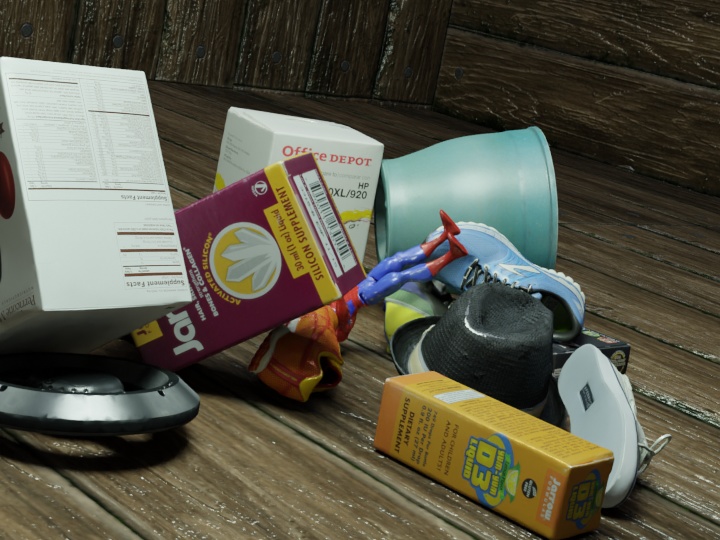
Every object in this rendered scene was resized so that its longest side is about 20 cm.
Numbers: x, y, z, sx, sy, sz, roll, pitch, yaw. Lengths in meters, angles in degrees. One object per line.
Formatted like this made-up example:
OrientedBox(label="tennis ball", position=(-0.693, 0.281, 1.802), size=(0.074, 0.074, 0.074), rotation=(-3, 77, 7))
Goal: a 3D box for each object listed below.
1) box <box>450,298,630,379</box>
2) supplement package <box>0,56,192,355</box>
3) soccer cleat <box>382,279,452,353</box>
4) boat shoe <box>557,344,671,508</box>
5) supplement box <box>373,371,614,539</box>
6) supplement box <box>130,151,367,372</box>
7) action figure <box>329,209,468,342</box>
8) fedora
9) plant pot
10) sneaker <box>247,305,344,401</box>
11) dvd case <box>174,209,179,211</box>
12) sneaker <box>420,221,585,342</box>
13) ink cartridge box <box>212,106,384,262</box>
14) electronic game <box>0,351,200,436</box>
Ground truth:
OrientedBox(label="box", position=(0.170, 0.078, 1.566), size=(0.160, 0.050, 0.199), rotation=(-4, 18, -41))
OrientedBox(label="supplement package", position=(-0.267, -0.040, 1.177), size=(0.146, 0.203, 0.190), rotation=(-2, -16, -45))
OrientedBox(label="soccer cleat", position=(0.064, 0.074, 1.478), size=(0.064, 0.084, 0.201), rotation=(37, 20, -26))
OrientedBox(label="boat shoe", position=(0.227, 0.149, 1.248), size=(0.086, 0.075, 0.203), rotation=(34, 21, -17))
OrientedBox(label="supplement box", position=(0.104, 0.146, 1.156), size=(0.198, 0.068, 0.068), rotation=(21, 15, 39))
OrientedBox(label="supplement box", position=(-0.114, -0.006, 1.271), size=(0.198, 0.132, 0.103), rotation=(-25, 3, 17))
OrientedBox(label="action figure", position=(0.000, 0.000, 1.443), size=(0.099, 0.199, 0.066), rotation=(43, 18, -30))
OrientedBox(label="fedora", position=(0.127, 0.072, 1.332), size=(0.198, 0.092, 0.201), rotation=(21, 27, -11))
OrientedBox(label="plant pot", position=(0.112, -0.061, 1.632), size=(0.185, 0.203, 0.200), rotation=(-2, 14, -7))
OrientedBox(label="sneaker", position=(-0.050, 0.082, 1.344), size=(0.077, 0.073, 0.200), rotation=(35, 17, 2))
OrientedBox(label="dvd case", position=(-0.229, -0.048, 1.830), size=(0.144, 0.022, 0.200), rotation=(6, 13, -26))
OrientedBox(label="sneaker", position=(0.152, 0.016, 1.487), size=(0.198, 0.079, 0.089), rotation=(24, 20, -9))
OrientedBox(label="ink cartridge box", position=(-0.080, -0.070, 1.639), size=(0.145, 0.203, 0.144), rotation=(4, 14, -29))
OrientedBox(label="electronic game", position=(-0.224, 0.099, 1.118), size=(0.197, 0.042, 0.200), rotation=(5, 7, -1))
